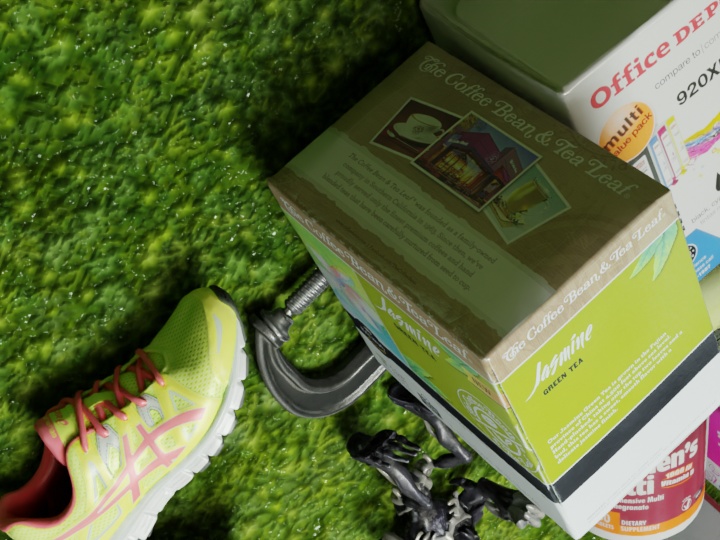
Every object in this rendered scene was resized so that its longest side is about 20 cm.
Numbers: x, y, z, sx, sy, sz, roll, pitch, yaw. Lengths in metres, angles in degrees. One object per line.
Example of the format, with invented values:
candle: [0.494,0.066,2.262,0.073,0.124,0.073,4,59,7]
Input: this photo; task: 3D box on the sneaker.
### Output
sneaker: [-0.140,0.092,0.859,0.090,0.078,0.200,26,100,-36]

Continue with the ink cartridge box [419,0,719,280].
ink cartridge box: [0.158,-0.108,0.889,0.147,0.145,0.200,-39,134,-8]

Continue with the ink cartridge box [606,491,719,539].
ink cartridge box: [0.289,0.253,1.219,0.083,0.147,0.200,-44,133,-2]

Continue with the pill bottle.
pill bottle: [0.198,0.093,1.076,0.109,0.110,0.200,-24,130,-21]

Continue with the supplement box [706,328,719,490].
supplement box: [0.322,0.124,1.122,0.103,0.200,0.101,-30,131,-14]

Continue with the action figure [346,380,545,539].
action figure: [0.061,0.174,1.039,0.119,0.102,0.200,-42,133,-21]

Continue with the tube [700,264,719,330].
tube: [0.323,-0.011,1.137,0.200,0.058,0.052,-26,115,-22]

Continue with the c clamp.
c clamp: [0.000,0.000,0.936,0.200,0.027,0.171,-50,139,0]

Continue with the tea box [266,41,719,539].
tea box: [0.081,0.010,0.843,0.134,0.200,0.197,-41,137,-11]
